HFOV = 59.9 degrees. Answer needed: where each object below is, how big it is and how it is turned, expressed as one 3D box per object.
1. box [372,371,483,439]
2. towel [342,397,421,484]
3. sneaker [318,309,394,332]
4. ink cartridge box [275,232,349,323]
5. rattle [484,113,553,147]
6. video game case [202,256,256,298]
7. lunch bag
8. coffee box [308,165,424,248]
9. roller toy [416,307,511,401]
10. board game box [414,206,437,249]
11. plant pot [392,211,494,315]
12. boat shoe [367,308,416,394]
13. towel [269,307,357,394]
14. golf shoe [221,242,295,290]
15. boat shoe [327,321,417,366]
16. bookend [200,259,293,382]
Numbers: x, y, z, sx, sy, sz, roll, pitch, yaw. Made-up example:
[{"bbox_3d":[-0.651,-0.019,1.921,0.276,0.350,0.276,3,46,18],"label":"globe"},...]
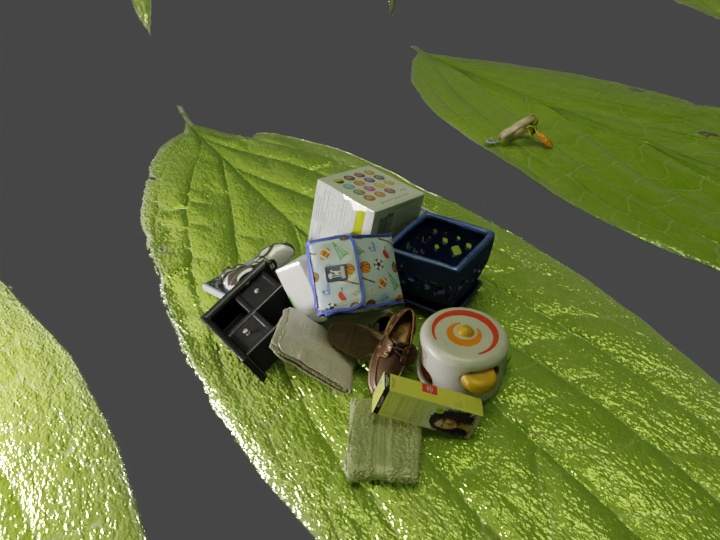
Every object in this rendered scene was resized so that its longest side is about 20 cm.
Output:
[{"bbox_3d":[0.127,0.258,1.191,0.200,0.075,0.050,16,34,-6],"label":"box"},{"bbox_3d":[0.046,0.320,1.193,0.148,0.037,0.200,1,34,3],"label":"towel"},{"bbox_3d":[-0.006,0.130,1.430,0.200,0.073,0.085,-18,36,-22],"label":"sneaker"},{"bbox_3d":[-0.079,0.018,1.447,0.084,0.146,0.200,-20,9,38],"label":"ink cartridge box"},{"bbox_3d":[0.570,-0.468,2.273,0.200,0.143,0.130,-27,7,-8],"label":"rattle"},{"bbox_3d":[-0.279,0.029,1.605,0.182,0.023,0.200,-31,34,-34],"label":"video game case"},{"bbox_3d":[-0.018,0.011,1.362,0.200,0.170,0.124,-3,-12,-32],"label":"lunch bag"},{"bbox_3d":[0.009,-0.127,1.597,0.198,0.200,0.200,33,37,30],"label":"coffee box"},{"bbox_3d":[0.209,0.171,1.293,0.182,0.140,0.200,18,40,20],"label":"roller toy"},{"bbox_3d":[0.107,-0.130,1.804,0.196,0.056,0.200,-28,43,-31],"label":"board game box"},{"bbox_3d":[0.190,-0.003,1.514,0.200,0.180,0.200,20,41,29],"label":"plant pot"},{"bbox_3d":[0.068,0.164,1.285,0.072,0.068,0.200,22,61,-1],"label":"boat shoe"},{"bbox_3d":[-0.093,0.167,1.331,0.200,0.034,0.133,32,35,-14],"label":"towel"},{"bbox_3d":[-0.241,0.002,1.547,0.200,0.078,0.094,-31,35,-14],"label":"golf shoe"},{"bbox_3d":[0.024,0.162,1.365,0.200,0.072,0.072,14,81,-2],"label":"boat shoe"},{"bbox_3d":[-0.218,0.107,1.395,0.199,0.092,0.200,-44,46,-12],"label":"bookend"}]
